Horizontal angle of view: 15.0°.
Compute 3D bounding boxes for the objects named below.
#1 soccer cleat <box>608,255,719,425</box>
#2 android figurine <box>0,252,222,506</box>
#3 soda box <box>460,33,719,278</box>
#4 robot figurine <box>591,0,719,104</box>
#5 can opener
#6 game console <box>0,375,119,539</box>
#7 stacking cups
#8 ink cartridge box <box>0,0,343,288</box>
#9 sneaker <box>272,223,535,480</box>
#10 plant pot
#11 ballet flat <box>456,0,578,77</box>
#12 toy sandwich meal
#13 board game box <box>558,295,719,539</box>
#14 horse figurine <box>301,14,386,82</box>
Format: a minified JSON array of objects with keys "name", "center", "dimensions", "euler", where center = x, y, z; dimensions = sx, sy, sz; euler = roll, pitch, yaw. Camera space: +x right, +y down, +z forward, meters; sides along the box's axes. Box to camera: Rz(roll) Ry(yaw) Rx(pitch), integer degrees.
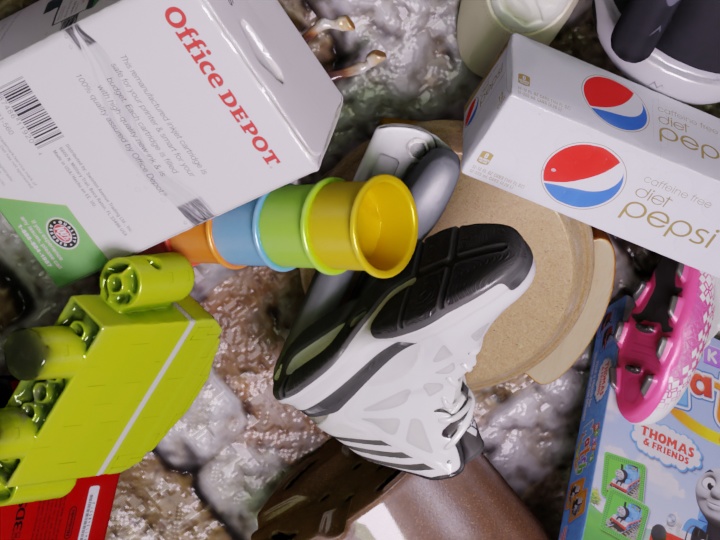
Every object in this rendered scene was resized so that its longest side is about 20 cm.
[{"name":"soccer cleat","center":[0.220,0.007,1.719],"dimensions":[0.086,0.070,0.201],"euler":[20,81,-26]},{"name":"android figurine","center":[-0.156,0.068,1.648],"dimensions":[0.041,0.200,0.183],"euler":[41,113,23]},{"name":"soda box","center":[0.161,-0.065,1.627],"dimensions":[0.199,0.064,0.068],"euler":[21,130,-15]},{"name":"robot figurine","center":[0.214,-0.190,1.618],"dimensions":[0.149,0.125,0.200],"euler":[3,142,-22]},{"name":"can opener","center":[0.000,0.000,1.655],"dimensions":[0.052,0.067,0.201],"euler":[21,119,-9]},{"name":"game console","center":[-0.255,0.138,1.745],"dimensions":[0.172,0.118,0.201],"euler":[-4,116,-42]},{"name":"stacking cups","center":[-0.058,-0.029,1.634],"dimensions":[0.060,0.199,0.061],"euler":[-4,95,-47]},{"name":"ink cartridge box","center":[-0.130,-0.098,1.599],"dimensions":[0.199,0.085,0.146],"euler":[-23,116,26]},{"name":"sneaker","center":[0.053,0.052,1.612],"dimensions":[0.115,0.076,0.200],"euler":[40,131,-22]},{"name":"plant pot","center":[0.044,0.203,1.739],"dimensions":[0.200,0.200,0.199],"euler":[-34,105,4]},{"name":"ballet flat","center":[0.118,-0.202,1.649],"dimensions":[0.069,0.070,0.201],"euler":[26,103,-18]},{"name":"toy sandwich meal","center":[0.061,-0.014,1.718],"dimensions":[0.203,0.070,0.207],"euler":[1,115,2]},{"name":"board game box","center":[0.206,0.134,1.742],"dimensions":[0.151,0.201,0.037],"euler":[25,147,-18]},{"name":"horse figurine","center":[-0.079,-0.143,1.643],"dimensions":[0.132,0.050,0.200],"euler":[-31,119,16]}]
